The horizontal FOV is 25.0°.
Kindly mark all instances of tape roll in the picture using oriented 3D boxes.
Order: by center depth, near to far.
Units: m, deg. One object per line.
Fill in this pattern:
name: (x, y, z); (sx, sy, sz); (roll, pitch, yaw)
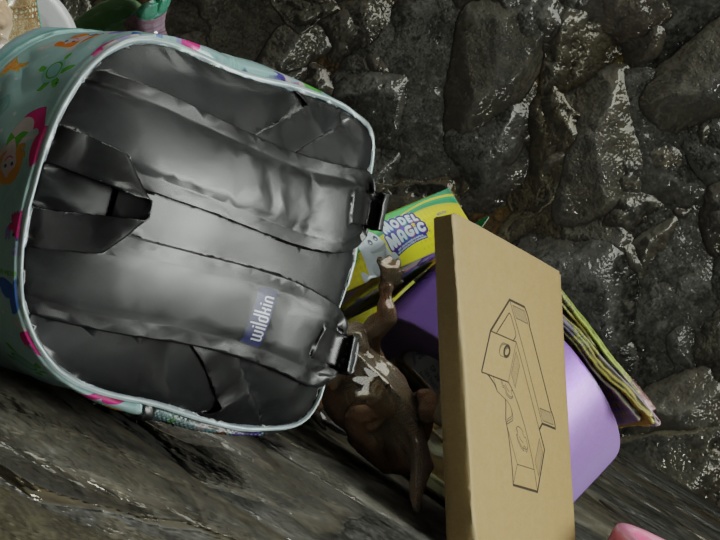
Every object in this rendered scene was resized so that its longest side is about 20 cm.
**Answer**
tape roll: (0.099, 0.092, 1.222); (0.200, 0.066, 0.201); (41, -21, 19)

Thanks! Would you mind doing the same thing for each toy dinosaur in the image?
toy dinosaur: (0.004, 0.088, 1.070); (0.085, 0.136, 0.201); (-16, 55, -28)

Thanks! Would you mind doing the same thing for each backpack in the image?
backpack: (-0.104, -0.023, 0.760); (0.150, 0.179, 0.199); (13, -2, 38)

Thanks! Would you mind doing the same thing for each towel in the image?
towel: (0.138, 0.070, 1.228); (0.144, 0.023, 0.200); (50, -19, -6)

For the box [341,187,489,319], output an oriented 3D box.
box: (0.000, 0.000, 1.215); (0.199, 0.117, 0.049); (-21, 78, -44)

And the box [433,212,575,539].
box: (0.093, 0.081, 1.023); (0.021, 0.202, 0.163); (-10, -18, 27)

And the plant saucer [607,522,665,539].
plant saucer: (0.243, 0.238, 1.065); (0.199, 0.051, 0.201); (31, 2, -1)

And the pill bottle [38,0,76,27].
pill bottle: (-0.272, -0.126, 1.160); (0.104, 0.105, 0.200); (29, -25, -15)

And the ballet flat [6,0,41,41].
ballet flat: (-0.289, -0.121, 1.020); (0.071, 0.198, 0.066); (-111, 176, -60)

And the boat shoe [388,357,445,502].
boat shoe: (0.064, 0.121, 1.144); (0.074, 0.067, 0.199); (27, 3, -45)

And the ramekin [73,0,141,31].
ramekin: (-0.215, -0.120, 1.365); (0.097, 0.201, 0.200); (37, -2, -33)

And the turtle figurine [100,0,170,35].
turtle figurine: (-0.126, -0.093, 1.187); (0.201, 0.100, 0.150); (55, 36, -7)

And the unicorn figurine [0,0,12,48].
unicorn figurine: (-0.243, -0.076, 0.973); (0.074, 0.201, 0.138); (34, 29, -1)

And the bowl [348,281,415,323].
bowl: (-0.051, 0.013, 1.456); (0.199, 0.108, 0.200); (34, -4, 3)
